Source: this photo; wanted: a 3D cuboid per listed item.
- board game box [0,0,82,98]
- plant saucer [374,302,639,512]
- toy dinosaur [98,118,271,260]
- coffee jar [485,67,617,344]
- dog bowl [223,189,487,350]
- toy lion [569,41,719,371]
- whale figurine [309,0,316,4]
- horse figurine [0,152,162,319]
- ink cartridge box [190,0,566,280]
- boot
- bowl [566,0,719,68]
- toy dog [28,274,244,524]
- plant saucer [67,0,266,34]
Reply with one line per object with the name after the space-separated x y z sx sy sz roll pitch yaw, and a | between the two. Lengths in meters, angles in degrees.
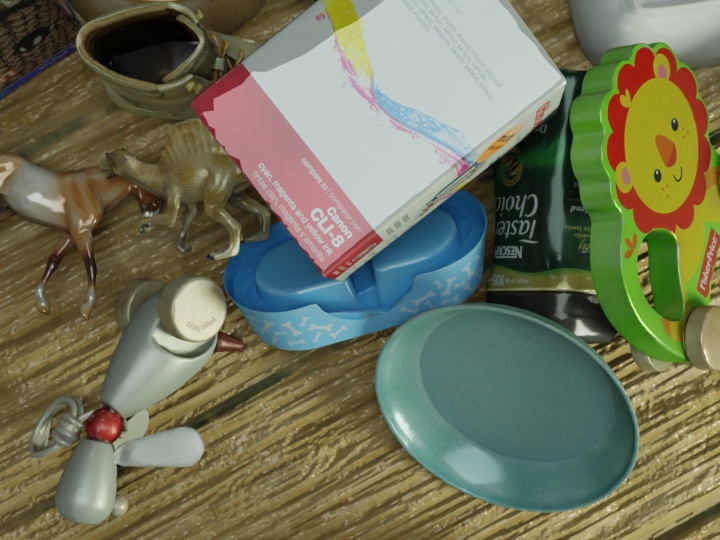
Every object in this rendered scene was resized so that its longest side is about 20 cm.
-0.306 -0.183 1.046 0.159 0.200 0.097 -34 87 1 | board game box
0.109 0.094 1.058 0.200 0.200 0.036 30 45 3 | plant saucer
-0.101 -0.064 1.063 0.199 0.058 0.102 -9 105 12 | toy dinosaur
0.145 -0.044 1.076 0.085 0.104 0.201 4 86 -33 | coffee jar
0.000 0.000 1.081 0.199 0.112 0.050 -15 127 0 | dog bowl
0.208 -0.051 1.028 0.192 0.068 0.201 36 63 -38 | toy lion
-0.005 -0.247 1.073 0.158 0.104 0.201 1 70 -7 | whale figurine
-0.256 -0.040 1.111 0.199 0.050 0.133 14 76 7 | horse figurine
0.017 -0.110 0.969 0.200 0.145 0.145 -39 86 2 | ink cartridge box
-0.100 -0.147 1.063 0.199 0.155 0.073 7 86 0 | boot
0.252 -0.258 1.103 0.199 0.075 0.201 -9 88 2 | bowl
-0.151 0.096 1.085 0.096 0.132 0.200 30 95 -31 | toy dog
-0.152 -0.274 1.130 0.199 0.035 0.201 0 87 1 | plant saucer
